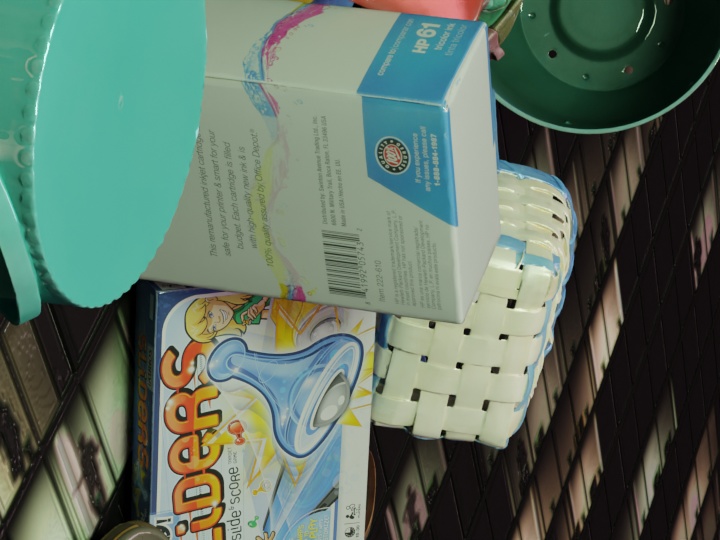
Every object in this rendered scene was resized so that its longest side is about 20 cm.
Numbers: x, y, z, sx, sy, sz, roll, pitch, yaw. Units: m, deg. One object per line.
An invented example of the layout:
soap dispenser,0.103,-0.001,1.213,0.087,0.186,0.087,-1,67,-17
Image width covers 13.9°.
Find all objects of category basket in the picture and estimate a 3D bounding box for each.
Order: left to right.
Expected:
basket,0.054,-0.001,1.745,0.200,0.139,0.177,-83,-174,-67

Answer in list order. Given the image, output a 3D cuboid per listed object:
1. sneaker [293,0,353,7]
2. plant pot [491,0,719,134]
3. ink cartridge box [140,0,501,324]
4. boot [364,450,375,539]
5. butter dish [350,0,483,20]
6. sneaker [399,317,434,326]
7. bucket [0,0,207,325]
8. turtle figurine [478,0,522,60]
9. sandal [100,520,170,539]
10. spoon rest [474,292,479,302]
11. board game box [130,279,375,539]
sneaker,-0.028,-0.173,1.719,0.200,0.066,0.079,-54,159,-51
plant pot,0.166,-0.191,2.081,0.161,0.200,0.201,8,91,-83
ink cartridge box,-0.036,-0.062,1.533,0.085,0.200,0.145,-66,157,-47
boot,-0.045,0.201,1.863,0.097,0.075,0.200,104,8,-54
butter dish,-0.029,-0.230,1.570,0.199,0.148,0.200,23,70,-29
sneaker,0.000,0.000,1.889,0.080,0.074,0.200,-61,153,-11
bucket,-0.160,-0.079,1.254,0.207,0.135,0.207,10,90,-71
turtle figurine,0.046,-0.160,1.773,0.200,0.101,0.150,-51,-173,-15
sandal,-0.133,0.236,1.592,0.082,0.055,0.200,40,63,-50
spoon rest,0.053,-0.037,1.976,0.061,0.099,0.200,-34,152,0
board game box,-0.061,0.093,1.658,0.135,0.034,0.200,-6,111,-24
